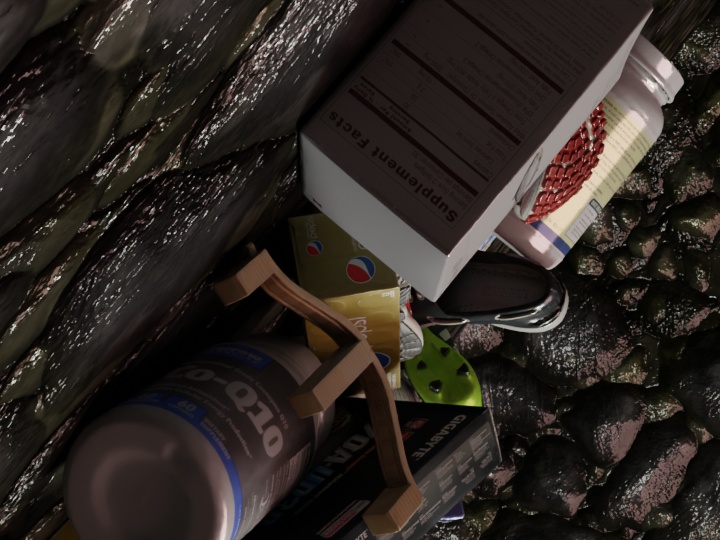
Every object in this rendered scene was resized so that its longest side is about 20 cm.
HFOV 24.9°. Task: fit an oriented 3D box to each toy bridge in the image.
[{"bbox_3d":[-0.018,0.067,1.032,0.027,0.201,0.067,-22,-166,44],"label":"toy bridge"}]

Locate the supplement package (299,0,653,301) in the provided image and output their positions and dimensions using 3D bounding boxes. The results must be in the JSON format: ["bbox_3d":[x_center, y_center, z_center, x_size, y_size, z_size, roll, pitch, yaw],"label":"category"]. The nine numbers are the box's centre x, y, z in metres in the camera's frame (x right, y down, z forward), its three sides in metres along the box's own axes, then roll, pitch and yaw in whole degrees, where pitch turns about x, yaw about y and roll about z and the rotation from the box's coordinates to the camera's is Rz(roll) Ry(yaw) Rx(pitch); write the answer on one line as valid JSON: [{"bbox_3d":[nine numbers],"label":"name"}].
[{"bbox_3d":[0.067,-0.102,0.993,0.200,0.117,0.117,-49,173,-12],"label":"supplement package"}]

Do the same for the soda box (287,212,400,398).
[{"bbox_3d":[-0.009,0.027,1.148,0.067,0.065,0.200,-10,156,-2],"label":"soda box"}]

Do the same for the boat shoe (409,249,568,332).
[{"bbox_3d":[0.074,0.011,1.369,0.060,0.198,0.076,45,47,-67],"label":"boat shoe"}]

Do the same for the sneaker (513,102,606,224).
[{"bbox_3d":[0.145,-0.130,1.266,0.077,0.082,0.202,-25,132,-41],"label":"sneaker"}]

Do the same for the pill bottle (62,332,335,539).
[{"bbox_3d":[-0.095,0.112,1.048,0.114,0.113,0.200,-55,172,24],"label":"pill bottle"}]

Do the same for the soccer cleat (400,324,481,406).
[{"bbox_3d":[0.050,0.065,1.437,0.067,0.201,0.081,-24,138,-6],"label":"soccer cleat"}]

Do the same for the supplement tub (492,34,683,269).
[{"bbox_3d":[0.166,-0.118,1.389,0.201,0.145,0.145,-51,172,3],"label":"supplement tub"}]

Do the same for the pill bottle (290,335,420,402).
[{"bbox_3d":[-0.012,0.130,1.404,0.113,0.112,0.200,-51,152,3],"label":"pill bottle"}]

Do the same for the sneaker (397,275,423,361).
[{"bbox_3d":[0.000,0.000,1.278,0.076,0.086,0.201,-13,147,-1],"label":"sneaker"}]

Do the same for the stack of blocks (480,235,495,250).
[{"bbox_3d":[0.080,-0.017,1.662,0.200,0.058,0.115,-48,171,-22],"label":"stack of blocks"}]

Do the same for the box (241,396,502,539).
[{"bbox_3d":[-0.019,0.155,1.133,0.158,0.046,0.200,0,-156,40],"label":"box"}]

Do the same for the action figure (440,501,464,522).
[{"bbox_3d":[-0.012,0.237,1.227,0.198,0.106,0.194,-8,152,-12],"label":"action figure"}]

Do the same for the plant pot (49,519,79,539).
[{"bbox_3d":[-0.175,0.293,1.175,0.200,0.176,0.200,-46,171,-35],"label":"plant pot"}]
